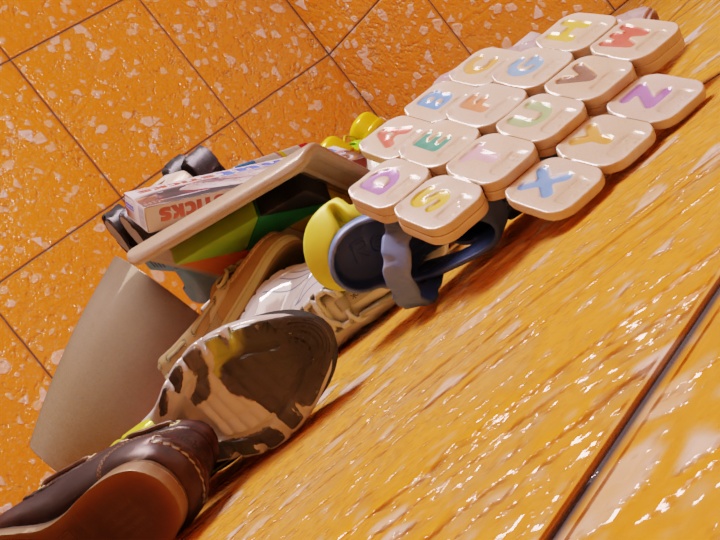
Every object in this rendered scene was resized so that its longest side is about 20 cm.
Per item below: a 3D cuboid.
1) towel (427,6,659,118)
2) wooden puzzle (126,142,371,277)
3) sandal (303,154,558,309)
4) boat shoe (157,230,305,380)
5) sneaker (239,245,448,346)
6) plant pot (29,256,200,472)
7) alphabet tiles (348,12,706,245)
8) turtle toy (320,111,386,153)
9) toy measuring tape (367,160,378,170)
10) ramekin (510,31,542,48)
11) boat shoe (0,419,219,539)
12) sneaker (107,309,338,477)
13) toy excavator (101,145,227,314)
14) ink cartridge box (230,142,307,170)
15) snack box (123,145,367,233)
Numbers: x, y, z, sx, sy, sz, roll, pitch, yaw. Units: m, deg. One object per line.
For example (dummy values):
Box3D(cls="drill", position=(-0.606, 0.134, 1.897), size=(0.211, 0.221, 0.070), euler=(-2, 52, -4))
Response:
Box3D(cls="towel", position=(0.126, -0.141, 0.826), size=(0.198, 0.033, 0.191), euler=(-12, 25, 30))
Box3D(cls="wooden puzzle", position=(-0.067, -0.034, 0.874), size=(0.184, 0.038, 0.199), euler=(-28, -15, 22))
Box3D(cls="sandal", position=(0.065, -0.037, 0.646), size=(0.199, 0.080, 0.087), euler=(-36, 34, -8))
Box3D(cls="boat shoe", position=(-0.112, 0.036, 0.871), size=(0.073, 0.063, 0.201), euler=(-28, -23, -49))
Box3D(cls="sneaker", position=(-0.018, 0.017, 0.769), size=(0.200, 0.075, 0.087), euler=(-41, 9, 0))
Box3D(cls="plant pot", position=(-0.237, 0.123, 1.071), size=(0.201, 0.187, 0.187), euler=(-54, 7, -12))
Box3D(cls="alphabet tiles", position=(0.089, -0.089, 0.610), size=(0.199, 0.015, 0.195), euler=(-39, 32, -16))
Box3D(cls="turtle toy", position=(0.013, -0.066, 1.069), size=(0.200, 0.145, 0.102), euler=(-43, -17, -49))
Box3D(cls="toy measuring tape", position=(0.092, -0.105, 0.935), size=(0.198, 0.074, 0.074), euler=(-18, 14, 31))
Box3D(cls="ramekin", position=(0.213, -0.254, 1.506), size=(0.202, 0.095, 0.202), euler=(-39, 4, 3))
Box3D(cls="boat shoe", position=(-0.159, 0.149, 0.603), size=(0.199, 0.071, 0.070), euler=(-29, 14, 24))
Box3D(cls="sneaker", position=(-0.083, 0.078, 0.637), size=(0.199, 0.075, 0.085), euler=(-38, 3, 30))
Box3D(cls="toy excavator", position=(-0.150, -0.003, 1.014), size=(0.100, 0.201, 0.194), euler=(-41, 16, -19))
Box3D(cls="ink cartridge box", position=(-0.073, -0.065, 1.133), size=(0.067, 0.117, 0.200), euler=(-38, -2, 29))
Box3D(cls="snack box", position=(-0.096, -0.071, 0.893), size=(0.198, 0.025, 0.072), euler=(-15, 19, -23))
